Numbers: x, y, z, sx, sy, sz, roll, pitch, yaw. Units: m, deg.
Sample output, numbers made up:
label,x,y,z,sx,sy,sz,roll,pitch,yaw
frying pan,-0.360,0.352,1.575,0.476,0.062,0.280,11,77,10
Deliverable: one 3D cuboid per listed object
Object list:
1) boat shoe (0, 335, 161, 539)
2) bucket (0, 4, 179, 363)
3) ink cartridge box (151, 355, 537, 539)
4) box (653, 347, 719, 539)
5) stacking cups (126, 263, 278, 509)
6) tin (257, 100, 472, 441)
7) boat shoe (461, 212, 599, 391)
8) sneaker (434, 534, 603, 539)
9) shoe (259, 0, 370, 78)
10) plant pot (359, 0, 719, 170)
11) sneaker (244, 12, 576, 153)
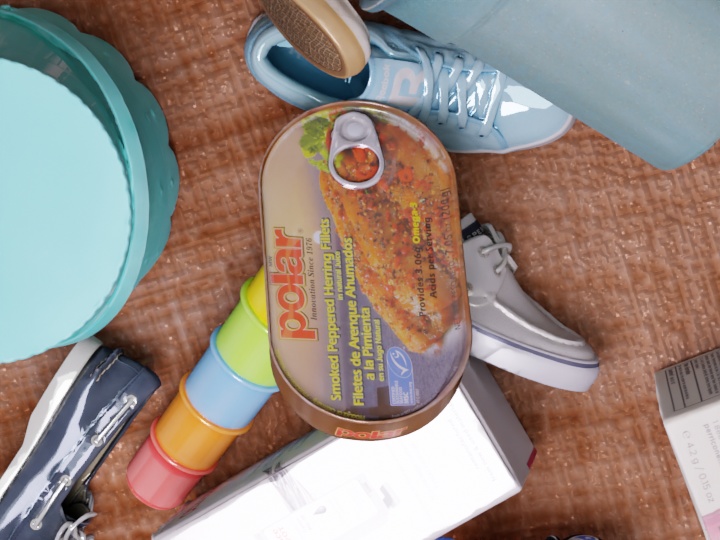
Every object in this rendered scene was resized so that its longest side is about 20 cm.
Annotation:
label,x,y,z,sx,sy,sz,roll,pitch,yaw
boat shoe,-0.183,0.135,1.684,0.062,0.075,0.200,29,98,6
bucket,-0.207,-0.045,1.622,0.207,0.135,0.208,1,102,3
ink cartridge box,-0.006,0.130,1.634,0.200,0.147,0.083,-30,91,9
box,0.280,0.086,1.620,0.200,0.128,0.109,-21,99,7
stacking cups,-0.076,0.064,1.644,0.060,0.061,0.200,36,118,-3
tin,0.000,0.000,1.555,0.112,0.042,0.200,0,62,-8
boat shoe,0.057,0.002,1.650,0.200,0.071,0.070,28,101,7
sneaker,0.101,0.186,1.645,0.078,0.200,0.089,27,87,42
shoe,-0.048,-0.187,1.587,0.053,0.070,0.200,-35,60,-9
plant pot,0.137,-0.170,1.559,0.196,0.200,0.200,35,101,-11
sneaker,0.027,-0.104,1.622,0.200,0.082,0.074,9,105,3
